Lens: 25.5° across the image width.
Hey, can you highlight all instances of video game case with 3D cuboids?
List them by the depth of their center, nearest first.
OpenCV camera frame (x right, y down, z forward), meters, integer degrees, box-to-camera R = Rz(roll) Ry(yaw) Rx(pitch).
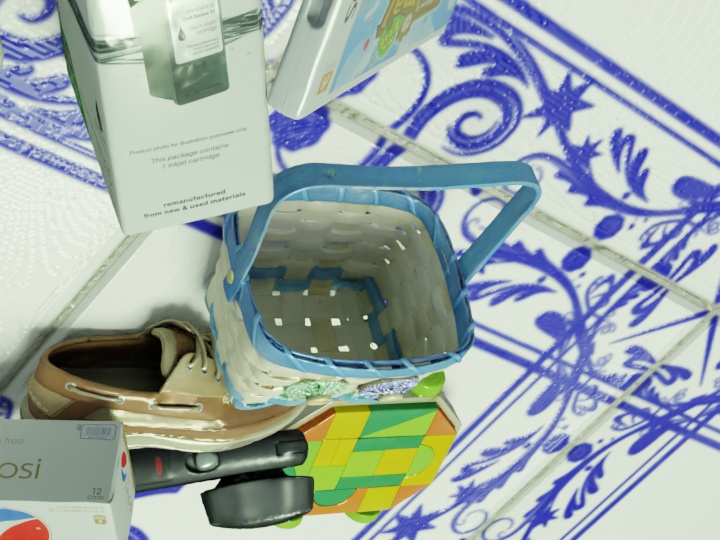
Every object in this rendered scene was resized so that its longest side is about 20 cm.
[{"bbox_3d":[0.032,-0.181,0.790,0.200,0.022,0.183,-41,157,-59],"label":"video game case"}]

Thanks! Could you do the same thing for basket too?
[{"bbox_3d":[0.000,0.000,0.975,0.175,0.140,0.200,-1,143,-26],"label":"basket"}]

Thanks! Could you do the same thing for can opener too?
[{"bbox_3d":[-0.131,0.137,1.086,0.198,0.079,0.063,-3,161,-4],"label":"can opener"}]

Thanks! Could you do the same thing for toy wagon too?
[{"bbox_3d":[-0.025,0.132,1.176,0.199,0.040,0.156,0,132,-28],"label":"toy wagon"}]

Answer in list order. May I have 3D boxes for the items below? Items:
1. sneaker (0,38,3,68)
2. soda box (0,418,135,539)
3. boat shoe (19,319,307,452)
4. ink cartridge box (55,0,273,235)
[{"bbox_3d":[-0.272,-0.094,0.779,0.199,0.077,0.076,-7,134,-24],"label":"sneaker"},{"bbox_3d":[-0.244,0.136,0.989,0.198,0.064,0.068,1,137,3],"label":"soda box"},{"bbox_3d":[-0.120,0.072,1.038,0.199,0.076,0.072,-7,134,-24],"label":"boat shoe"},{"bbox_3d":[-0.103,-0.142,0.769,0.082,0.147,0.201,-13,137,-13],"label":"ink cartridge box"}]
